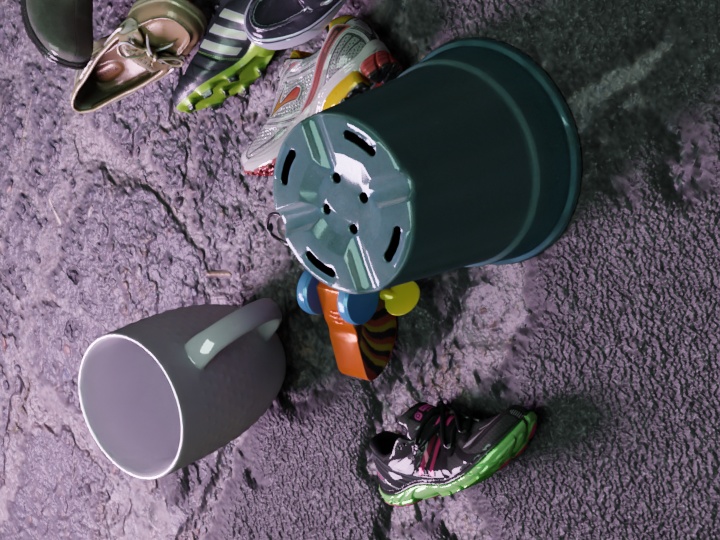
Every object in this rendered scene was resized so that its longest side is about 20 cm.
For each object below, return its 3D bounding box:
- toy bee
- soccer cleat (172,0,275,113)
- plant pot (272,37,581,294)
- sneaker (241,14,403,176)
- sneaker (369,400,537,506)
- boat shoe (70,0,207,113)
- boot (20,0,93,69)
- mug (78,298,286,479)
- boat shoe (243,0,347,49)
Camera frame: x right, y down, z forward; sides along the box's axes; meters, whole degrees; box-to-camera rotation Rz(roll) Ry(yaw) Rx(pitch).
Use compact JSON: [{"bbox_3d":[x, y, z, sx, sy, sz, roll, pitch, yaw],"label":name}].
[{"bbox_3d":[0.000,0.000,1.520,0.131,0.109,0.200,28,147,22],"label":"toy bee"},{"bbox_3d":[-0.114,-0.222,1.559,0.200,0.067,0.081,-40,68,36],"label":"soccer cleat"},{"bbox_3d":[0.045,-0.076,1.372,0.200,0.196,0.200,17,117,37],"label":"plant pot"},{"bbox_3d":[-0.043,-0.154,1.516,0.200,0.078,0.082,-41,69,35],"label":"sneaker"},{"bbox_3d":[0.075,0.157,1.511,0.200,0.077,0.084,-26,91,43],"label":"sneaker"},{"bbox_3d":[-0.219,-0.208,1.635,0.073,0.063,0.200,35,146,-21],"label":"boat shoe"},{"bbox_3d":[-0.279,-0.309,1.628,0.131,0.068,0.200,-41,51,44],"label":"boot"},{"bbox_3d":[-0.150,0.093,1.620,0.148,0.175,0.200,55,132,12],"label":"mug"},{"bbox_3d":[-0.032,-0.258,1.426,0.200,0.068,0.072,-28,76,27],"label":"boat shoe"}]
